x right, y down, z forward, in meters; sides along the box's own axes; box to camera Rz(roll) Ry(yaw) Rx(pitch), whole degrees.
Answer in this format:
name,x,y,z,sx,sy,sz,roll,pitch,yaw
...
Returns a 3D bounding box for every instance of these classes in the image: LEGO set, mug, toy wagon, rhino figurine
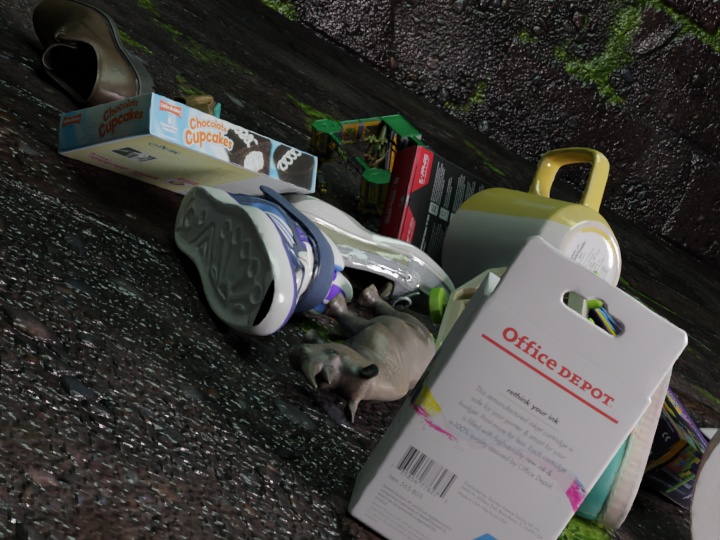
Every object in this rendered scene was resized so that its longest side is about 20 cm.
name,x,y,z,sx,sy,sz,roll,pitch,yaw
LEGO set,0.023,-0.096,1.544,0.152,0.117,0.200,-16,38,-32
mug,0.183,-0.028,1.328,0.148,0.190,0.153,-7,6,-31
toy wagon,0.125,0.060,1.108,0.201,0.153,0.040,-69,147,-53
rhino figurine,0.002,0.063,0.955,0.087,0.060,0.200,37,16,11

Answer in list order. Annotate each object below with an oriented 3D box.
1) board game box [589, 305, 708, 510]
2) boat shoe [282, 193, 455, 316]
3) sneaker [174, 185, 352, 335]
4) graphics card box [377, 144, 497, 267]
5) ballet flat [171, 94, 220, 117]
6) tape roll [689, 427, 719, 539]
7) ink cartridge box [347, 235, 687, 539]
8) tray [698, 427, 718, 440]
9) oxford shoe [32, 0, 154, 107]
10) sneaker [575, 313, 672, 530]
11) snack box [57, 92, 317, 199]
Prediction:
name,x,y,z,sx,sy,sz,roll,pitch,yaw
board game box,0.249,0.111,1.204,0.165,0.057,0.201,32,23,-54
boat shoe,0.000,-0.001,1.187,0.201,0.066,0.074,29,-25,-30
sneaker,-0.050,0.002,1.000,0.145,0.081,0.200,19,13,-32
graphics card box,0.111,-0.039,1.430,0.198,0.127,0.051,23,-20,-31
ballet flat,-0.175,-0.141,1.280,0.071,0.069,0.200,8,17,-8
tape roll,0.362,0.194,1.022,0.201,0.204,0.071,35,13,12
ink cartridge box,0.092,0.085,0.777,0.114,0.201,0.068,32,13,0
tray,0.503,0.235,1.596,0.199,0.022,0.107,20,19,-43
oxford shoe,-0.281,-0.220,1.278,0.084,0.073,0.200,13,23,-48
sneaker,0.198,0.106,1.053,0.079,0.072,0.201,23,54,1
snack box,-0.144,-0.098,1.107,0.115,0.038,0.199,-6,-14,38
